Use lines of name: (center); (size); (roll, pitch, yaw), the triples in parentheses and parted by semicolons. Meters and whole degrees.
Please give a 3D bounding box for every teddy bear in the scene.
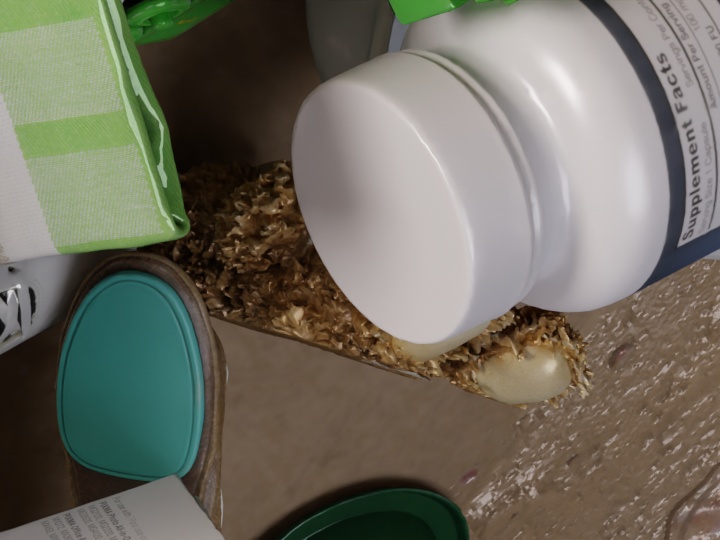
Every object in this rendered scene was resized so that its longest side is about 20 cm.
teddy bear: (0.000, 0.000, 1.048); (0.145, 0.200, 0.067); (21, 86, -26)

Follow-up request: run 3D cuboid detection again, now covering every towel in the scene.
towel: (-0.156, -0.067, 0.828); (0.031, 0.200, 0.149); (-59, 139, -54)

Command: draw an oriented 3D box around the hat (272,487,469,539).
hat: (0.026, 0.228, 1.297); (0.166, 0.176, 0.200); (-15, 135, -32)

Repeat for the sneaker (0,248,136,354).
sneaker: (-0.163, 0.026, 1.019); (0.200, 0.072, 0.072); (-24, 138, -25)

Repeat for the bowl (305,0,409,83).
bowl: (0.044, -0.120, 1.031); (0.201, 0.090, 0.201); (-33, 139, -34)

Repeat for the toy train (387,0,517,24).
toy train: (0.074, -0.132, 0.915); (0.200, 0.056, 0.042); (-37, 106, -42)

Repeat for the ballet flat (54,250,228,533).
ballet flat: (-0.075, 0.072, 1.083); (0.072, 0.068, 0.200); (-51, 144, -58)

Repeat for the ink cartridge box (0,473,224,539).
ink cartridge box: (-0.127, 0.178, 1.004); (0.200, 0.083, 0.145); (-18, 108, -13)

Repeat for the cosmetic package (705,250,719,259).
cosmetic package: (0.149, -0.114, 1.140); (0.071, 0.101, 0.200); (4, 123, -43)

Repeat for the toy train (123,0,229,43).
toy train: (-0.031, -0.118, 0.933); (0.056, 0.042, 0.200); (-15, 174, -41)

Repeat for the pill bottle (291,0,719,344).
pill bottle: (0.081, -0.054, 0.938); (0.200, 0.120, 0.120); (-25, 140, -31)
